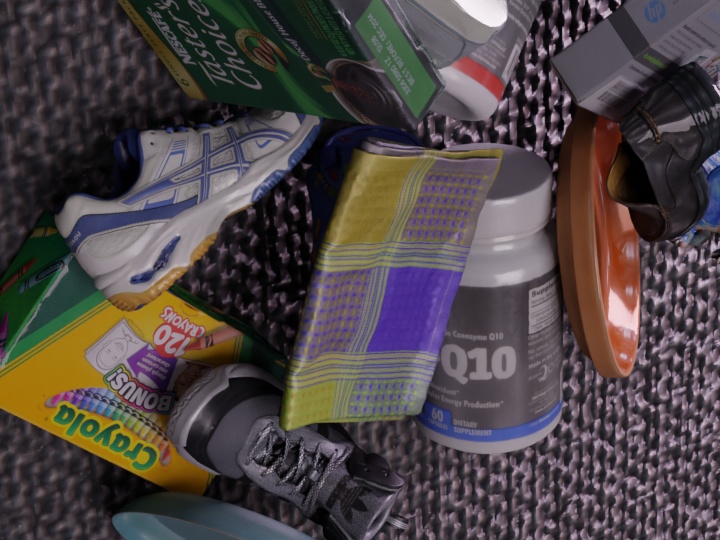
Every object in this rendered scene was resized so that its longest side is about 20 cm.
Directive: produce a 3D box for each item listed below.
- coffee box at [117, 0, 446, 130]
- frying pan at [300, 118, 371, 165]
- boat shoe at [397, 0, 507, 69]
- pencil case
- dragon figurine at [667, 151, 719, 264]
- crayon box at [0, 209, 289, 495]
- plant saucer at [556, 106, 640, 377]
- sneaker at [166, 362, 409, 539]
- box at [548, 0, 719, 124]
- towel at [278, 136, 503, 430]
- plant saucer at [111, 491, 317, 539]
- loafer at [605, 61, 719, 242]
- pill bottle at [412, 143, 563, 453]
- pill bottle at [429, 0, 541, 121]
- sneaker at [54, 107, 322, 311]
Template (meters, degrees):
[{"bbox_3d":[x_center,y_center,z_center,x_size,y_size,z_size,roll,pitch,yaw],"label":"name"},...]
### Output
[{"bbox_3d":[-0.056,-0.145,1.170,0.044,0.200,0.123,-55,135,-22],"label":"coffee box"},{"bbox_3d":[0.018,-0.143,1.335,0.190,0.031,0.115,-35,129,-10],"label":"frying pan"},{"bbox_3d":[-0.008,-0.187,1.151,0.201,0.070,0.071,37,130,-14],"label":"boat shoe"},{"bbox_3d":[0.000,0.000,1.346,0.086,0.078,0.201,1,126,-6],"label":"pencil case"},{"bbox_3d":[0.276,-0.061,1.529,0.200,0.059,0.100,20,101,-38],"label":"dragon figurine"},{"bbox_3d":[-0.155,0.060,1.299,0.200,0.058,0.119,32,93,-40],"label":"crayon box"},{"bbox_3d":[0.170,-0.023,1.420,0.032,0.201,0.201,-3,125,16],"label":"plant saucer"},{"bbox_3d":[-0.037,0.128,1.302,0.076,0.114,0.200,-57,146,2],"label":"sneaker"},{"bbox_3d":[0.237,-0.174,1.329,0.200,0.041,0.156,-36,164,18],"label":"box"},{"bbox_3d":[0.019,0.009,1.273,0.143,0.023,0.201,3,110,-50],"label":"towel"},{"bbox_3d":[-0.073,0.197,1.351,0.200,0.200,0.028,42,62,-40],"label":"plant saucer"},{"bbox_3d":[0.201,-0.072,1.378,0.072,0.073,0.200,-27,154,-11],"label":"loafer"},{"bbox_3d":[0.089,0.019,1.407,0.113,0.114,0.201,-18,122,-26],"label":"pill bottle"},{"bbox_3d":[0.068,-0.207,1.263,0.116,0.116,0.201,27,83,-40],"label":"pill bottle"},{"bbox_3d":[-0.104,-0.067,1.229,0.088,0.075,0.200,48,57,-8],"label":"sneaker"}]
